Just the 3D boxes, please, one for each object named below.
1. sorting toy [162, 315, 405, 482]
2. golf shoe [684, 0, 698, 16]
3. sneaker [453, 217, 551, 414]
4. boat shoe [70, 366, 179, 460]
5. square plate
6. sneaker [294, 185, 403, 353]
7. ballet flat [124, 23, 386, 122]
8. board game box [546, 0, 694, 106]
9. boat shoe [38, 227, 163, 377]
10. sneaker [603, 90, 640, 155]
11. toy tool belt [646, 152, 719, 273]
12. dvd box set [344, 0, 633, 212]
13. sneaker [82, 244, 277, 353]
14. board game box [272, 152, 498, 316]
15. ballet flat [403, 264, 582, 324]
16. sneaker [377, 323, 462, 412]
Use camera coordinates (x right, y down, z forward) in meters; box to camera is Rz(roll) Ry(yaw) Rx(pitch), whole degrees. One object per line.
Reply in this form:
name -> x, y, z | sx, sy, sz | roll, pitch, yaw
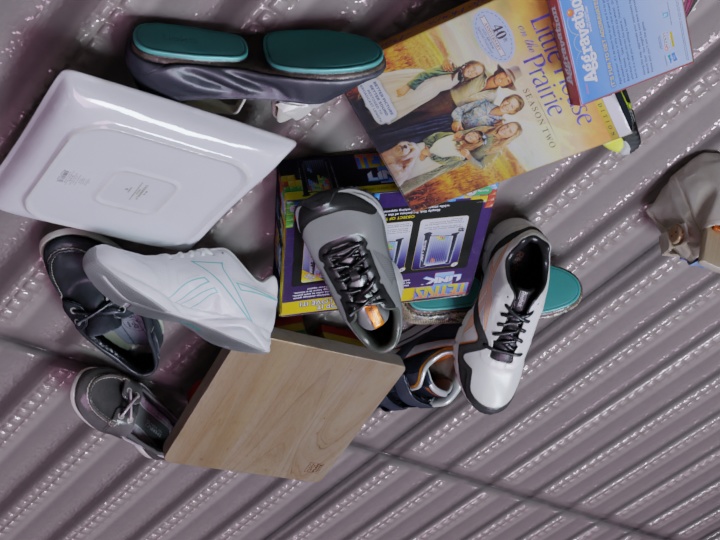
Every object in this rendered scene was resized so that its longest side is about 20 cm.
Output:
sorting toy -> -0.089, 0.131, 1.101 | 0.198, 0.070, 0.200 | 15, 125, -31
golf shoe -> 0.245, -0.259, 0.785 | 0.088, 0.077, 0.200 | -20, 148, -29
sneaker -> 0.142, 0.047, 1.007 | 0.073, 0.080, 0.201 | 9, 94, -9
boat shoe -> -0.235, 0.155, 1.086 | 0.057, 0.067, 0.200 | 4, 153, 22
square plate -> -0.185, -0.074, 0.834 | 0.197, 0.029, 0.200 | 13, 147, -33
sneaker -> 0.000, 0.000, 0.897 | 0.074, 0.080, 0.200 | -19, 140, 7
ballet flat -> -0.081, -0.152, 0.788 | 0.199, 0.073, 0.073 | 1, 138, -11
board game box -> 0.175, -0.230, 0.724 | 0.103, 0.019, 0.201 | -22, 109, -15
boat shoe -> -0.238, 0.038, 0.951 | 0.074, 0.066, 0.200 | -14, 144, 1
sneaker -> 0.169, -0.161, 0.869 | 0.076, 0.076, 0.200 | -32, 128, 30
toy tool belt -> 0.403, -0.036, 1.044 | 0.199, 0.123, 0.125 | 7, 136, -26
dvd box set -> 0.098, -0.140, 0.812 | 0.199, 0.029, 0.147 | -18, 118, 26
sneaker -> -0.159, 0.011, 0.923 | 0.200, 0.081, 0.070 | 27, 162, -36
board game box -> 0.018, -0.037, 0.966 | 0.199, 0.057, 0.166 | -6, 141, -12
ballet flat -> 0.133, 0.029, 1.085 | 0.199, 0.068, 0.075 | -4, 161, -7
sneaker -> 0.052, 0.122, 1.146 | 0.200, 0.080, 0.078 | -36, 138, 25
